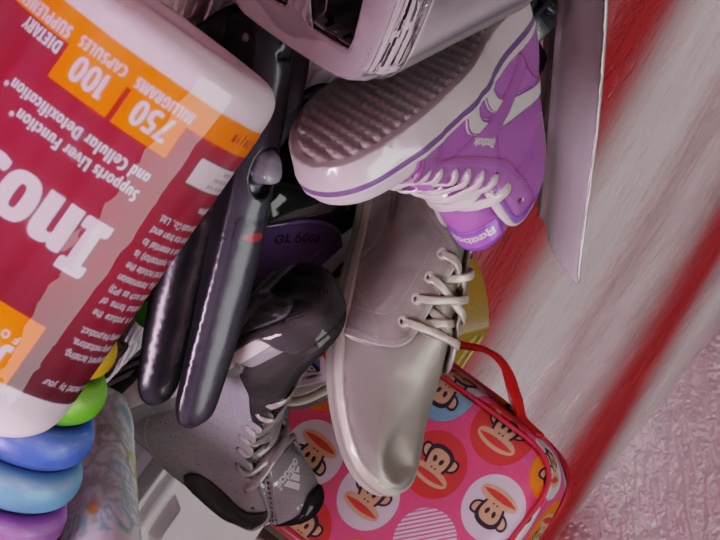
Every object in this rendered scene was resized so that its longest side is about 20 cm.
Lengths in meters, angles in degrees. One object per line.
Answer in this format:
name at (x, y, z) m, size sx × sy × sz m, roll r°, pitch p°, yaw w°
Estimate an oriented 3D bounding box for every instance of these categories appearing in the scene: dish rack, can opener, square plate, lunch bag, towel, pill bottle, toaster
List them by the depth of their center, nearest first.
pill bottle at (-0.129, -0.014, 0.802) m, size 0.201 × 0.113 × 0.113 m, roll -55°, pitch 165°, yaw 5°
toaster at (0.021, -0.167, 0.911) m, size 0.129 × 0.113 × 0.201 m, roll -34°, pitch 152°, yaw -42°
can opener at (-0.062, -0.026, 0.977) m, size 0.078 × 0.063 × 0.202 m, roll 5°, pitch 101°, yaw -40°
towel at (-0.161, 0.182, 1.070) m, size 0.048 × 0.172 × 0.200 m, roll 17°, pitch 127°, yaw -26°
dish rack at (-0.091, 0.134, 1.246) m, size 0.200 × 0.043 × 0.172 m, roll -54°, pitch 154°, yaw -40°
square plate at (0.120, -0.116, 1.248) m, size 0.200 × 0.028 × 0.200 m, roll -79°, pitch 174°, yaw -72°
lunch bag at (0.033, 0.121, 1.421) m, size 0.177 × 0.200 × 0.082 m, roll -54°, pitch 160°, yaw 6°

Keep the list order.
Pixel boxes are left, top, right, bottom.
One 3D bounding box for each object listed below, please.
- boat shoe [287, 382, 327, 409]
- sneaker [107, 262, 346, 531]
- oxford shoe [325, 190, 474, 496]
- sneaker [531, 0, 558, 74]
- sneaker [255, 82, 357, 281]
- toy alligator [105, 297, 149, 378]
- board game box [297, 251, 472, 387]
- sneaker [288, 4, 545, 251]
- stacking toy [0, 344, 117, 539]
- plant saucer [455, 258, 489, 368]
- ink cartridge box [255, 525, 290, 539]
boat shoe at (0.010, 0.016, 1.371) m, size 0.200 × 0.067 × 0.057 m, roll -52°, pitch 161°, yaw -19°
sneaker at (-0.043, 0.071, 1.082) m, size 0.075 × 0.116 × 0.200 m, roll -46°, pitch -167°, yaw -34°
oxford shoe at (0.027, 0.014, 1.101) m, size 0.075 × 0.057 × 0.202 m, roll 25°, pitch 70°, yaw -50°
sneaker at (0.065, -0.152, 1.133) m, size 0.074 × 0.081 × 0.200 m, roll -52°, pitch 165°, yaw -5°
sneaker at (0.000, -0.067, 1.152) m, size 0.200 × 0.075 × 0.088 m, roll -45°, pitch 154°, yaw -36°
toy alligator at (-0.084, -0.005, 1.068) m, size 0.059 × 0.054 × 0.201 m, roll -32°, pitch 154°, yaw -52°
board game box at (0.000, 0.000, 1.211) m, size 0.126 × 0.035 × 0.200 m, roll -15°, pitch -158°, yaw 43°
sneaker at (0.040, -0.049, 1.015) m, size 0.200 × 0.072 × 0.115 m, roll -41°, pitch 127°, yaw -50°
stacking toy at (-0.143, 0.043, 0.970) m, size 0.201 × 0.085 × 0.085 m, roll -64°, pitch 162°, yaw 18°
plant saucer at (0.020, 0.090, 1.599) m, size 0.201 × 0.048 × 0.200 m, roll -57°, pitch 164°, yaw 15°
ink cartridge box at (-0.060, 0.234, 1.488) m, size 0.084 × 0.145 × 0.200 m, roll -53°, pitch 165°, yaw -3°
